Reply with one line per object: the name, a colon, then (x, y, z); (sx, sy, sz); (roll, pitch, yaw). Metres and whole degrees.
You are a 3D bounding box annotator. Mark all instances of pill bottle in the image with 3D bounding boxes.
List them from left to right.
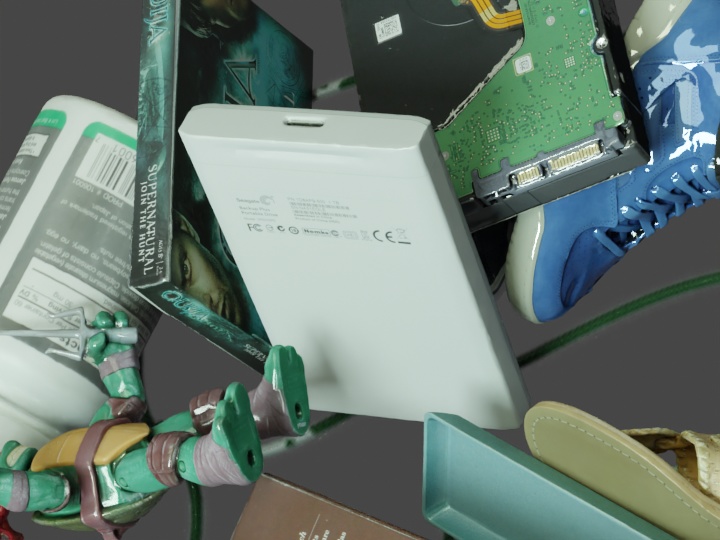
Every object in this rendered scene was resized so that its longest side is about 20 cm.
pill bottle: (-0.166, 0.016, 1.500); (0.113, 0.113, 0.201); (20, 76, 31)

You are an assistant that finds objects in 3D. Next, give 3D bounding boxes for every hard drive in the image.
hard drive: (0.000, 0.000, 1.380); (0.131, 0.201, 0.027); (5, 48, 27)
hard drive: (0.063, -0.122, 1.408); (0.139, 0.038, 0.201); (-22, 60, 19)

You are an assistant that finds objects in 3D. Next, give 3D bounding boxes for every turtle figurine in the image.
turtle figurine: (-0.132, 0.085, 1.393); (0.199, 0.101, 0.150); (-9, 33, 24)

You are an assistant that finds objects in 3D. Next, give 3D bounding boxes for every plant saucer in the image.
plant saucer: (0.108, 0.134, 1.322); (0.199, 0.070, 0.019); (28, 43, 34)

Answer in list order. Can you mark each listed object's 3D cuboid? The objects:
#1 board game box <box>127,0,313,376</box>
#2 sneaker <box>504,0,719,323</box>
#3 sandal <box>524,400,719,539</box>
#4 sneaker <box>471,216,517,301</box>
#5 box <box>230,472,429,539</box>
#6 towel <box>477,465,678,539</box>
board game box: (-0.072, -0.057, 1.477); (0.028, 0.135, 0.201); (-14, 61, 28)
sneaker: (0.161, -0.047, 1.398); (0.111, 0.077, 0.201); (30, 87, 26)
sandal: (0.179, 0.114, 1.301); (0.211, 0.078, 0.070); (34, 55, 27)
sneaker: (0.061, -0.069, 1.456); (0.078, 0.079, 0.201); (16, 76, 29)
box: (0.033, 0.168, 1.318); (0.199, 0.100, 0.075); (21, 83, 43)
towel: (0.147, 0.164, 1.334); (0.199, 0.031, 0.150); (-7, 63, 22)
